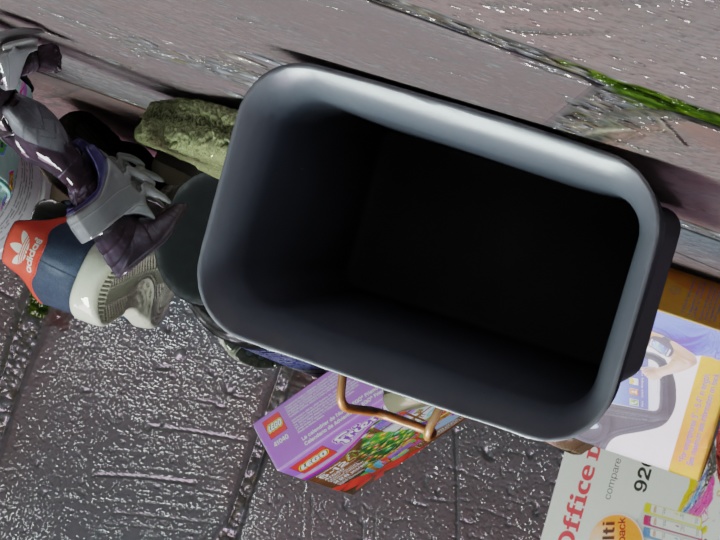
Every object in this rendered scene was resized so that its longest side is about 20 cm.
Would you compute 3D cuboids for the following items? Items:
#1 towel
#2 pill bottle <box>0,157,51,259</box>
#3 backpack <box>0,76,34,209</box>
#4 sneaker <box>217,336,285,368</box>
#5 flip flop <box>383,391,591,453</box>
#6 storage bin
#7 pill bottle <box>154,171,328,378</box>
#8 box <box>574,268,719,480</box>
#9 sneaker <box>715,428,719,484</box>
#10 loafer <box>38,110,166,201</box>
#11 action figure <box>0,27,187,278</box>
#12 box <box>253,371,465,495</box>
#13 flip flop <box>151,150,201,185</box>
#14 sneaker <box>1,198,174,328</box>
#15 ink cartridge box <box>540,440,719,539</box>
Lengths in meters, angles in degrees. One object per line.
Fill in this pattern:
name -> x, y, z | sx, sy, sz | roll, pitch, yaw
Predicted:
towel -> -0.025, -0.053, 1.556 | 0.148, 0.037, 0.200 | 23, 176, -30
pill bottle -> -0.288, -0.069, 2.009 | 0.113, 0.114, 0.200 | 18, 176, 17
backpack -> -0.289, -0.090, 1.659 | 0.199, 0.127, 0.167 | 16, 173, -6
sneaker -> -0.007, 0.021, 1.990 | 0.199, 0.078, 0.086 | -1, -173, -15
flip flop -> 0.109, 0.080, 1.717 | 0.199, 0.058, 0.081 | -4, 172, 18
storage bin -> 0.047, 0.000, 1.311 | 0.199, 0.147, 0.134 | 18, -174, 20
pill bottle -> -0.044, 0.001, 1.823 | 0.111, 0.113, 0.200 | 17, 176, 29
box -> 0.110, 0.036, 1.616 | 0.199, 0.042, 0.120 | 17, 134, 8
sneaker -> 0.280, 0.096, 1.628 | 0.082, 0.078, 0.199 | 11, 166, -41
loafer -> -0.168, -0.047, 1.889 | 0.073, 0.071, 0.200 | 49, -175, 15
action figure -> -0.184, -0.083, 1.551 | 0.200, 0.069, 0.130 | 42, 168, -15
box -> 0.042, 0.068, 1.859 | 0.039, 0.199, 0.137 | 59, -168, 21
flip flop -> -0.080, -0.033, 1.914 | 0.081, 0.058, 0.200 | 17, 177, 25
sneaker -> -0.163, -0.011, 1.807 | 0.084, 0.075, 0.200 | 24, -177, 12
ink cartridge box -> 0.236, 0.146, 1.776 | 0.199, 0.148, 0.144 | 15, 176, 33
